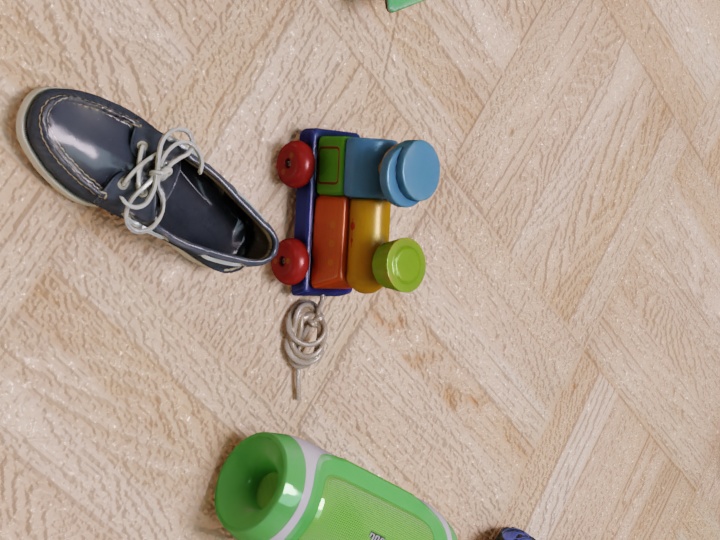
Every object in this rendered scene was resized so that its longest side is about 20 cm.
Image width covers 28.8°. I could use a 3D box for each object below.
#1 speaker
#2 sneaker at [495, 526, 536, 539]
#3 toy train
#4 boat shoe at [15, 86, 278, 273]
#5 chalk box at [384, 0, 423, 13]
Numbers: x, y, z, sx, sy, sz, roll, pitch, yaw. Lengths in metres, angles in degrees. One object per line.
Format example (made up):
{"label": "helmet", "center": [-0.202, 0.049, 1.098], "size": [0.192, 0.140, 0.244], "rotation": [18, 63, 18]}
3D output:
{"label": "speaker", "center": [-0.013, 0.188, 1.040], "size": [0.199, 0.088, 0.089], "rotation": [33, 72, -40]}
{"label": "sneaker", "center": [0.173, 0.290, 1.228], "size": [0.200, 0.078, 0.076], "rotation": [46, 63, -36]}
{"label": "toy train", "center": [0.000, 0.000, 1.013], "size": [0.084, 0.115, 0.203], "rotation": [2, 92, -43]}
{"label": "boat shoe", "center": [-0.134, -0.056, 0.918], "size": [0.200, 0.061, 0.075], "rotation": [41, 69, -37]}
{"label": "chalk box", "center": [0.028, -0.292, 1.007], "size": [0.124, 0.123, 0.202], "rotation": [-28, 112, -38]}
